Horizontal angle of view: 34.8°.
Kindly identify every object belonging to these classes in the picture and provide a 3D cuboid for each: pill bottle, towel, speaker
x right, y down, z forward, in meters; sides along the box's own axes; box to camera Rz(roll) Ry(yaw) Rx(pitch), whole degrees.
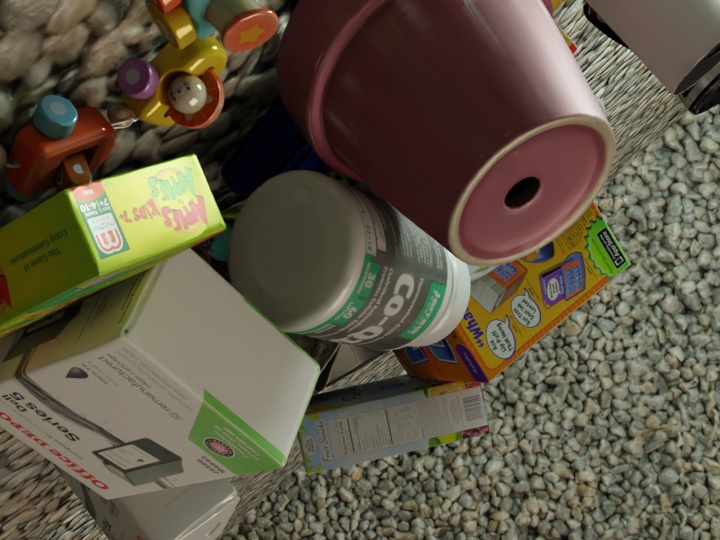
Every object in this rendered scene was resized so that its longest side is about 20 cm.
[{"bbox_3d":[0.000,0.000,0.866,0.113,0.114,0.199,-44,152,17],"label":"pill bottle"},{"bbox_3d":[-0.011,-0.131,0.911,0.200,0.050,0.147,-45,167,20],"label":"towel"},{"bbox_3d":[0.197,-0.227,0.852,0.081,0.200,0.081,-38,168,-9],"label":"speaker"}]

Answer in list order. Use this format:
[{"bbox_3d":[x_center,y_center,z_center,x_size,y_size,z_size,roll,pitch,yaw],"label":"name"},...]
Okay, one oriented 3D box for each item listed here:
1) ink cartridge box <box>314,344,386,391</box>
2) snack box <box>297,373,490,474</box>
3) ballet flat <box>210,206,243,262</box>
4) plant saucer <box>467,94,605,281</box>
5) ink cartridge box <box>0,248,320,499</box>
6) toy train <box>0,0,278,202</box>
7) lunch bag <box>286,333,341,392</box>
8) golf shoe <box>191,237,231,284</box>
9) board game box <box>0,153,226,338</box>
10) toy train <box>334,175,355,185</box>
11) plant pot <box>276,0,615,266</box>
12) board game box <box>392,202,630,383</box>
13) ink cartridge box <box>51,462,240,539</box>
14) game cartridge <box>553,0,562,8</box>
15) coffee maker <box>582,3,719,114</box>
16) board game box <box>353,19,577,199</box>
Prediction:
[{"bbox_3d":[-0.044,0.061,1.284,0.128,0.126,0.200,-32,174,26],"label":"ink cartridge box"},{"bbox_3d":[0.028,0.159,1.258,0.198,0.068,0.169,-13,-179,-5],"label":"snack box"},{"bbox_3d":[-0.111,-0.021,0.951,0.199,0.068,0.067,-17,-163,-38],"label":"ballet flat"},{"bbox_3d":[0.131,-0.081,1.005,0.200,0.050,0.201,-42,159,-20],"label":"plant saucer"},{"bbox_3d":[-0.151,0.074,0.774,0.199,0.145,0.085,-19,-141,41],"label":"ink cartridge box"},{"bbox_3d":[-0.116,-0.106,0.634,0.150,0.056,0.200,-28,163,-51],"label":"toy train"},{"bbox_3d":[-0.100,0.067,1.074,0.200,0.118,0.164,-40,-160,-9],"label":"lunch bag"},{"bbox_3d":[-0.128,0.025,0.835,0.091,0.201,0.073,-22,-152,12],"label":"golf shoe"},{"bbox_3d":[-0.182,-0.001,0.660,0.199,0.048,0.101,-23,-178,37],"label":"board game box"},{"bbox_3d":[0.013,-0.098,1.107,0.199,0.042,0.056,-36,-164,-26],"label":"toy train"},{"bbox_3d":[0.069,-0.109,0.772,0.198,0.180,0.201,-23,145,-17],"label":"plant pot"},{"bbox_3d":[0.108,-0.026,1.181,0.199,0.201,0.200,-36,-171,-19],"label":"board game box"},{"bbox_3d":[-0.200,0.150,0.957,0.082,0.200,0.147,-35,167,-27],"label":"ink cartridge box"},{"bbox_3d":[0.118,-0.207,1.006,0.176,0.032,0.200,-44,177,32],"label":"game cartridge"},{"bbox_3d":[0.326,-0.277,1.105,0.192,0.200,0.135,-39,170,-6],"label":"coffee maker"},{"bbox_3d":[0.081,-0.122,0.986,0.200,0.046,0.152,-41,178,-11],"label":"board game box"}]
